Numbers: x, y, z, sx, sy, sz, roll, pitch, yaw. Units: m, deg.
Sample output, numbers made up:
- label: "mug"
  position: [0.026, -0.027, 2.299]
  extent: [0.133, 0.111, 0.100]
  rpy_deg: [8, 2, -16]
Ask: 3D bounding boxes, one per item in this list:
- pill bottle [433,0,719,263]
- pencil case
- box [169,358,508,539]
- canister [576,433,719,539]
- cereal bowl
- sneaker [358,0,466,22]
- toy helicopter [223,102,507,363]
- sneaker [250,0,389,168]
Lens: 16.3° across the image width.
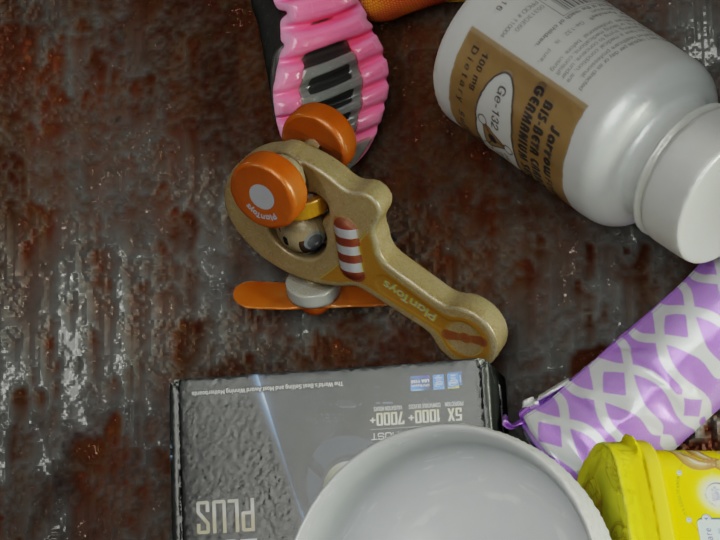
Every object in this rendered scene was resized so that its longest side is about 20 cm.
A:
- label: "pill bottle"
  position: [0.148, -0.092, 1.503]
  extent: [0.200, 0.114, 0.114]
  rpy_deg: [38, 89, 34]
- label: "pencil case"
  position: [0.181, 0.058, 1.511]
  extent: [0.200, 0.084, 0.086]
  rpy_deg: [-41, 84, -3]
- label: "box"
  position: [-0.010, 0.145, 1.533]
  extent: [0.200, 0.086, 0.164]
  rpy_deg: [-4, 80, 10]
- label: "canister"
  position: [0.234, 0.172, 1.434]
  extent: [0.200, 0.087, 0.149]
  rpy_deg: [2, 58, -14]
- label: "cereal bowl"
  position: [0.059, 0.189, 1.414]
  extent: [0.200, 0.083, 0.200]
  rpy_deg: [-6, 77, 25]
- label: "sneaker"
  position: [0.092, -0.198, 1.584]
  extent: [0.200, 0.073, 0.077]
  rpy_deg: [-23, 86, 9]
- label: "toy helicopter"
  position: [0.000, 0.000, 1.553]
  extent: [0.200, 0.132, 0.079]
  rpy_deg: [35, 45, 7]
- label: "sneaker"
  position: [-0.038, -0.160, 1.604]
  extent: [0.079, 0.095, 0.200]
  rpy_deg: [-12, 101, -16]
